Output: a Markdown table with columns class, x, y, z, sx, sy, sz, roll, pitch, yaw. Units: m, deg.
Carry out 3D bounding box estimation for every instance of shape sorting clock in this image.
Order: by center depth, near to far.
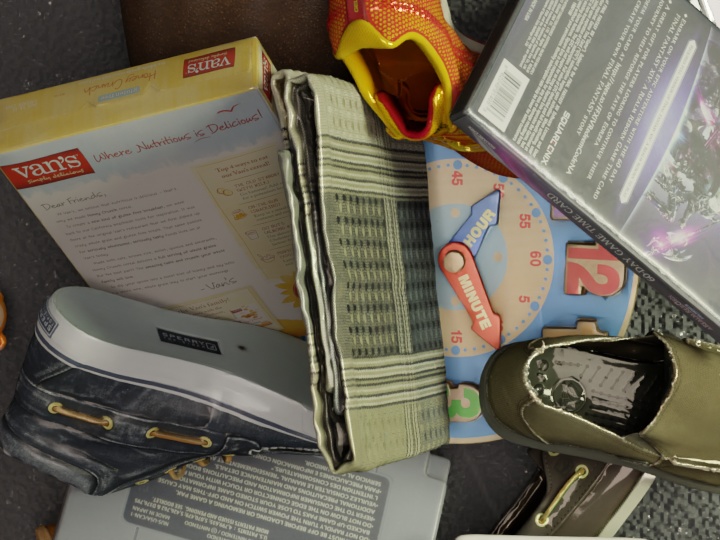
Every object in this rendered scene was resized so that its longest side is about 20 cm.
| class | x | y | z | sx | sy | sz | roll | pitch | yaw |
| --- | --- | --- | --- | --- | --- | --- | --- | --- | --- |
| shape sorting clock | 0.051 | -0.007 | 1.379 | 0.199 | 0.039 | 0.201 | 0 | 93 | 7 |

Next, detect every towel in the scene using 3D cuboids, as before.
| class | x | y | z | sx | sy | sz | roll | pitch | yaw |
| --- | --- | --- | --- | --- | --- | --- | --- | --- | --- |
| towel | 0.000 | 0.000 | 1.268 | 0.034 | 0.200 | 0.194 | -6 | 88 | 16 |

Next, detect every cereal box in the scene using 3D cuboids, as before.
| class | x | y | z | sx | sy | sz | roll | pitch | yaw |
| --- | --- | --- | --- | --- | --- | --- | --- | --- | --- |
| cereal box | -0.081 | -0.030 | 1.303 | 0.143 | 0.200 | 0.040 | -12 | 51 | 15 |

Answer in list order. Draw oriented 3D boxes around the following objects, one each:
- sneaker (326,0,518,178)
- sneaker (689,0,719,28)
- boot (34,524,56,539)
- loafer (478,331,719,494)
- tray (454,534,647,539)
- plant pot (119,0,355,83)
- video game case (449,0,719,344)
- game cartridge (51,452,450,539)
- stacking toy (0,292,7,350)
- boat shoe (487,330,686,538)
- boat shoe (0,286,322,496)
| class | x | y | z | sx | sy | sz | roll | pitch | yaw |
| --- | --- | --- | --- | --- | --- | --- | --- | --- | --- |
| sneaker | 0.036 | -0.087 | 1.274 | 0.073 | 0.200 | 0.078 | -10 | 62 | 30 |
| sneaker | 0.164 | -0.074 | 1.371 | 0.108 | 0.070 | 0.201 | -18 | 89 | -5 |
| boot | -0.070 | 0.186 | 1.396 | 0.144 | 0.071 | 0.202 | -36 | 93 | -8 |
| loafer | 0.162 | 0.072 | 1.318 | 0.199 | 0.070 | 0.076 | 4 | 79 | -3 |
| tray | 0.098 | 0.230 | 1.381 | 0.107 | 0.022 | 0.201 | 1 | 120 | -3 |
| plant pot | -0.051 | -0.161 | 1.315 | 0.186 | 0.187 | 0.201 | 9 | 109 | -3 |
| video game case | 0.147 | -0.071 | 1.282 | 0.200 | 0.019 | 0.143 | 39 | 60 | -20 |
| game cartridge | -0.059 | 0.135 | 1.368 | 0.199 | 0.042 | 0.134 | 17 | 66 | -5 |
| stacking toy | -0.255 | 0.089 | 1.366 | 0.116 | 0.110 | 0.200 | 39 | 82 | -2 |
| boat shoe | 0.115 | 0.116 | 1.386 | 0.060 | 0.072 | 0.202 | 29 | 96 | -8 |
| boat shoe | -0.087 | 0.076 | 1.332 | 0.199 | 0.071 | 0.091 | 18 | 116 | -21 |
